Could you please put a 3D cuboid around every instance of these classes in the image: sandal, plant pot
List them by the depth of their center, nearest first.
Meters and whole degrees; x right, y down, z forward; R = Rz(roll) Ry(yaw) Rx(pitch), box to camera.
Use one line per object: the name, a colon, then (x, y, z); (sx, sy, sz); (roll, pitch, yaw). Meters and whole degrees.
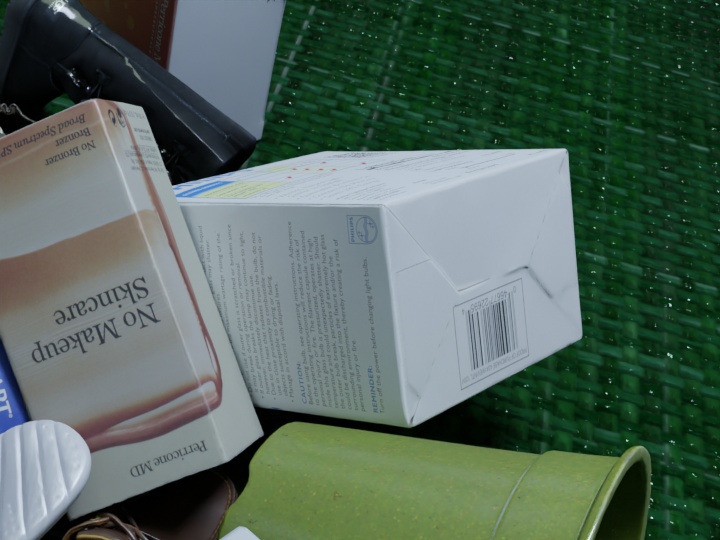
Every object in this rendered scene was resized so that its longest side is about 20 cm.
sandal: (-0.215, 0.161, 0.707); (0.206, 0.060, 0.079); (-36, 58, -17)
plant pot: (0.031, 0.162, 0.727); (0.188, 0.202, 0.200); (14, 35, 22)

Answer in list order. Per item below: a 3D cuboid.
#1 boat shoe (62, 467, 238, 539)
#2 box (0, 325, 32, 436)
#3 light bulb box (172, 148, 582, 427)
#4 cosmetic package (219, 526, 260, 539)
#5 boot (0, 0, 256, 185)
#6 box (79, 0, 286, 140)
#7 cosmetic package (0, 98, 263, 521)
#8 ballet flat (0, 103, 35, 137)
boat shoe: (-0.126, 0.162, 0.748); (0.071, 0.068, 0.200); (28, 39, 18)
box: (-0.259, 0.055, 0.728); (0.198, 0.048, 0.123); (-14, 80, -36)
light bulb box: (0.000, 0.000, 0.862); (0.198, 0.127, 0.197); (3, 14, 39)
cosmetic package: (-0.086, 0.246, 0.545); (0.122, 0.201, 0.199); (33, 41, 24)
boot: (-0.180, -0.112, 1.060); (0.199, 0.165, 0.066); (37, 65, 0)
box: (-0.162, -0.211, 1.142); (0.105, 0.154, 0.200); (-16, 46, -35)
cosmetic package: (-0.139, 0.019, 0.772); (0.102, 0.202, 0.087); (-22, 0, 9)
ballet flat: (-0.216, -0.073, 1.036); (0.199, 0.047, 0.067); (31, 40, 21)
